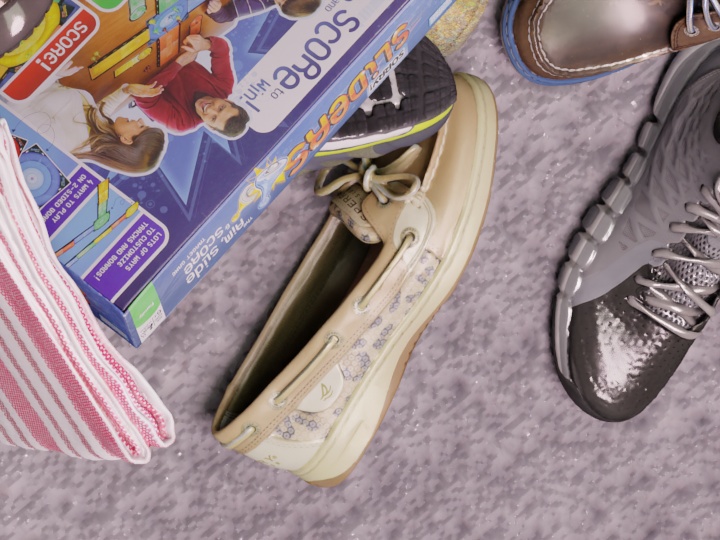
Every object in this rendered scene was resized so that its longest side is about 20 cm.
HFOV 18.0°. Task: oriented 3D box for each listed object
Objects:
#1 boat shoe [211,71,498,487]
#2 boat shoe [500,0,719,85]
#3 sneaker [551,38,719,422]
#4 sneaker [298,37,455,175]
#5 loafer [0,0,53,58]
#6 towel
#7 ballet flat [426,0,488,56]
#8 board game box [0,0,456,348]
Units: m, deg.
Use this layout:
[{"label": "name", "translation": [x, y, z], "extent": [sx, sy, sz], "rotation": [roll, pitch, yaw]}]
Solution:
[{"label": "boat shoe", "translation": [0.000, 0.000, 1.018], "extent": [0.063, 0.073, 0.201], "rotation": [21, 95, -25]}, {"label": "boat shoe", "translation": [0.159, -0.142, 1.041], "extent": [0.200, 0.072, 0.072], "rotation": [-28, 109, -12]}, {"label": "sneaker", "translation": [0.158, -0.015, 1.046], "extent": [0.075, 0.115, 0.201], "rotation": [18, 95, -22]}, {"label": "sneaker", "translation": [-0.057, -0.058, 0.972], "extent": [0.199, 0.081, 0.074], "rotation": [-12, 64, -4]}, {"label": "loafer", "translation": [-0.216, -0.097, 0.889], "extent": [0.199, 0.073, 0.071], "rotation": [-23, 122, 16]}, {"label": "towel", "translation": [-0.162, 0.007, 0.903], "extent": [0.030, 0.200, 0.147], "rotation": [-41, 114, -29]}, {"label": "ballet flat", "translation": [0.068, -0.182, 1.008], "extent": [0.071, 0.071, 0.200], "rotation": [32, 92, -23]}, {"label": "board game box", "translation": [-0.074, -0.085, 0.909], "extent": [0.135, 0.034, 0.200], "rotation": [37, 73, 19]}]
